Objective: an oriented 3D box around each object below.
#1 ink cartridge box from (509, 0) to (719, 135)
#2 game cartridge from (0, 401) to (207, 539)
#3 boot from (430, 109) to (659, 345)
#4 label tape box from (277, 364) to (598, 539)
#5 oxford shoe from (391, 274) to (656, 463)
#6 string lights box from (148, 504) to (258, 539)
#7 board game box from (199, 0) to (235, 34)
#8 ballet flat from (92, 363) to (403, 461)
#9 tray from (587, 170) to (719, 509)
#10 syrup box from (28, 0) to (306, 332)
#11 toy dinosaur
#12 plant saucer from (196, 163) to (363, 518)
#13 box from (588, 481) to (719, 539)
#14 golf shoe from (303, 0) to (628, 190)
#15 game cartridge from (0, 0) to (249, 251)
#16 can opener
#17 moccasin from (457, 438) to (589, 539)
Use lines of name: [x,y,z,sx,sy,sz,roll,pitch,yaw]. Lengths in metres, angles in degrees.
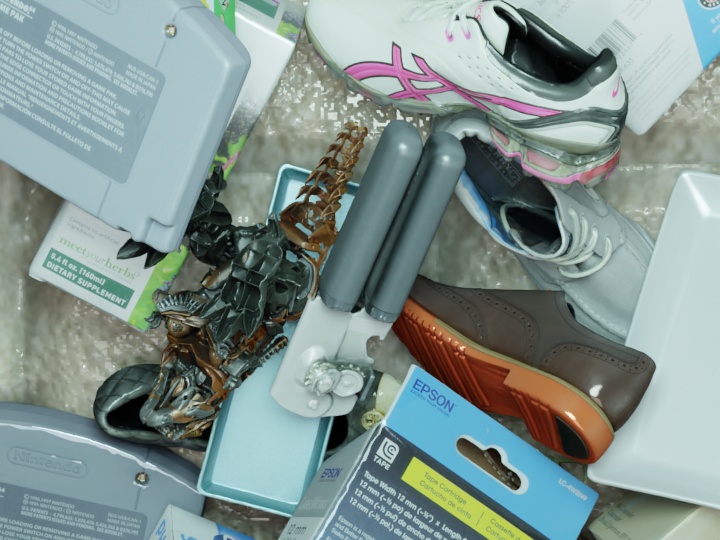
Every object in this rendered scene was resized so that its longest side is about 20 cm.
ink cartridge box: [0.121,-0.188,1.614,0.200,0.067,0.116,40,107,-11]
game cartridge: [-0.198,0.151,1.768,0.199,0.041,0.134,13,113,-2]
boot: [0.112,-0.017,1.660,0.074,0.096,0.200,-42,102,16]
label tape box: [0.027,0.177,1.662,0.143,0.066,0.201,35,73,-15]
oxford shoe: [0.086,0.041,1.665,0.073,0.200,0.071,-46,141,-17]
string lights box: [-0.036,0.222,1.729,0.199,0.103,0.059,24,110,-18]
board game box: [-0.161,-0.172,1.601,0.199,0.029,0.136,2,96,27]
ballet flat: [-0.062,0.090,1.727,0.198,0.057,0.067,0,110,3]
tray: [0.208,0.042,1.647,0.107,0.022,0.201,11,69,21]
syrup box: [-0.111,-0.076,1.658,0.078,0.082,0.201,27,110,-6]
toy dinosaur: [-0.067,0.002,1.628,0.102,0.136,0.201,14,82,24]
plant saucer: [-0.039,0.042,1.698,0.069,0.019,0.201,15,89,-3]
box: [0.241,0.125,1.676,0.200,0.095,0.078,-40,105,-6]
golf shoe: [0.060,-0.125,1.581,0.199,0.073,0.092,25,140,18]
game cartridge: [-0.157,-0.114,1.562,0.199,0.040,0.134,31,113,21]
can opener: [0.000,0.000,1.615,0.052,0.067,0.201,12,124,-19]
moccasin: [0.111,0.148,1.732,0.078,0.074,0.202,-40,100,1]
